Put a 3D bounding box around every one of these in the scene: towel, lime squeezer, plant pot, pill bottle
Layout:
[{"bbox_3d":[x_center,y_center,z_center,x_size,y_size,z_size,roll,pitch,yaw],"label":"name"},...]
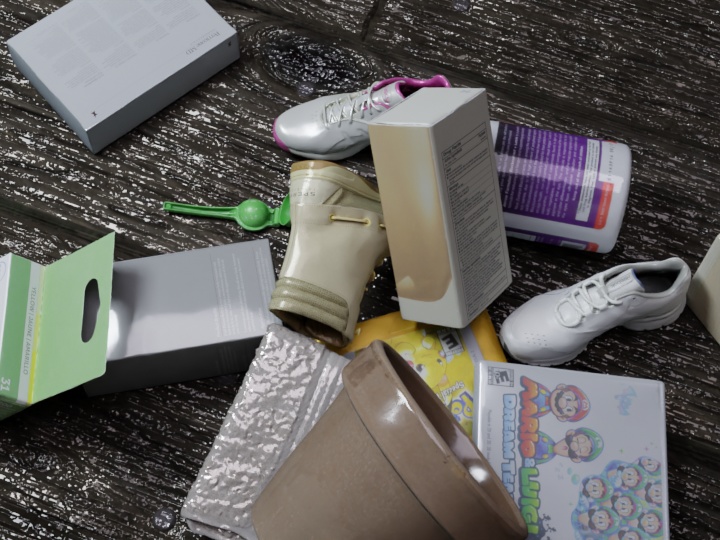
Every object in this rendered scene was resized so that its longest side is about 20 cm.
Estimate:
[{"bbox_3d":[-0.064,0.160,1.060,0.132,0.034,0.200,25,82,-5],"label":"towel"},{"bbox_3d":[-0.101,-0.063,1.201,0.200,0.071,0.038,-9,77,28],"label":"lime squeezer"},{"bbox_3d":[0.009,0.185,0.970,0.174,0.200,0.200,-37,68,4],"label":"plant pot"},{"bbox_3d":[0.161,-0.088,1.190,0.199,0.111,0.112,11,63,4],"label":"pill bottle"}]

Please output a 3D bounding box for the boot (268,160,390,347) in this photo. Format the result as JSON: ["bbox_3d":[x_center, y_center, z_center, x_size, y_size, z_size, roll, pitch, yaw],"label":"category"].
[{"bbox_3d":[0.000,0.000,1.128,0.073,0.200,0.156,-5,68,41],"label":"boot"}]

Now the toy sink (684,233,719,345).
[{"bbox_3d":[0.435,-0.007,1.145,0.200,0.130,0.112,-28,67,-16],"label":"toy sink"}]

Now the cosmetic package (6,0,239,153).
[{"bbox_3d":[-0.255,-0.240,1.293,0.200,0.052,0.151,-37,67,-18],"label":"cosmetic package"}]

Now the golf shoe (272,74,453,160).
[{"bbox_3d":[0.007,-0.167,1.240,0.199,0.092,0.075,-7,65,-3],"label":"golf shoe"}]

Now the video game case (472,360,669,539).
[{"bbox_3d":[0.189,0.187,1.074,0.182,0.024,0.200,7,68,-8],"label":"video game case"}]

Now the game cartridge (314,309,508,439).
[{"bbox_3d":[0.065,0.130,1.121,0.176,0.032,0.200,-16,64,-9],"label":"game cartridge"}]

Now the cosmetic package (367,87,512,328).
[{"bbox_3d":[0.076,-0.059,1.100,0.071,0.200,0.105,7,29,35],"label":"cosmetic package"}]

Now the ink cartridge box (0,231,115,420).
[{"bbox_3d":[-0.307,0.053,1.081,0.200,0.048,0.146,-25,55,36],"label":"ink cartridge box"}]

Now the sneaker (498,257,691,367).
[{"bbox_3d":[0.226,0.030,1.144,0.200,0.087,0.075,-20,66,-11],"label":"sneaker"}]

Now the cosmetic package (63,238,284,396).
[{"bbox_3d":[-0.174,0.045,1.131,0.199,0.090,0.107,-9,64,-2],"label":"cosmetic package"}]
